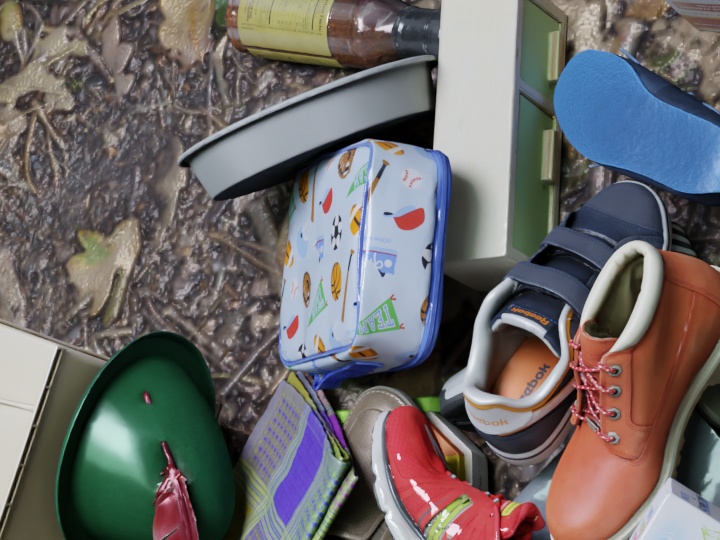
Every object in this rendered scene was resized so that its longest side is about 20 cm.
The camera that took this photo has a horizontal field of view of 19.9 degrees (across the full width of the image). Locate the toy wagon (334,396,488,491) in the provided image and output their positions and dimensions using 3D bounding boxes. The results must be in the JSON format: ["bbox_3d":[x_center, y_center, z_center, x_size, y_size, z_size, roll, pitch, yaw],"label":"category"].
[{"bbox_3d":[-0.002,0.173,1.426,0.199,0.039,0.157,-11,69,31],"label":"toy wagon"}]

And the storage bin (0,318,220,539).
[{"bbox_3d":[-0.219,0.154,1.481,0.093,0.200,0.200,15,83,34],"label":"storage bin"}]

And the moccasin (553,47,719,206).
[{"bbox_3d":[0.199,-0.083,1.352,0.081,0.068,0.200,-63,36,16],"label":"moccasin"}]

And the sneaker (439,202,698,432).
[{"bbox_3d":[0.138,0.028,1.369,0.199,0.076,0.116,-24,54,17],"label":"sneaker"}]

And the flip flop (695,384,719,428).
[{"bbox_3d":[0.269,0.008,1.266,0.081,0.058,0.200,38,90,1],"label":"flip flop"}]

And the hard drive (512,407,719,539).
[{"bbox_3d":[0.164,0.178,1.301,0.200,0.033,0.140,-47,67,13],"label":"hard drive"}]

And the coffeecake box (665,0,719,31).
[{"bbox_3d":[0.224,-0.259,1.312,0.073,0.200,0.155,9,80,35],"label":"coffeecake box"}]

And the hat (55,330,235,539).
[{"bbox_3d":[-0.098,0.158,1.415,0.175,0.165,0.201,15,80,34],"label":"hat"}]

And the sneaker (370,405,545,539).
[{"bbox_3d":[0.073,0.163,1.287,0.085,0.077,0.201,-38,58,19],"label":"sneaker"}]

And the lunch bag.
[{"bbox_3d":[0.000,0.000,1.408,0.200,0.075,0.162,157,117,-71],"label":"lunch bag"}]

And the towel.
[{"bbox_3d":[-0.059,0.158,1.414,0.144,0.023,0.200,-59,18,8],"label":"towel"}]

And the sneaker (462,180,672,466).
[{"bbox_3d":[0.130,0.021,1.283,0.078,0.079,0.201,18,72,34],"label":"sneaker"}]

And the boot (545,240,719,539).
[{"bbox_3d":[0.150,0.077,1.231,0.075,0.107,0.201,28,93,46],"label":"boot"}]

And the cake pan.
[{"bbox_3d":[-0.031,-0.097,1.450,0.199,0.200,0.037,-22,88,27],"label":"cake pan"}]

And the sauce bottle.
[{"bbox_3d":[-0.009,-0.182,1.532,0.199,0.066,0.067,12,82,34],"label":"sauce bottle"}]

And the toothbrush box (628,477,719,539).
[{"bbox_3d":[0.223,0.236,1.174,0.199,0.086,0.146,33,95,8],"label":"toothbrush box"}]

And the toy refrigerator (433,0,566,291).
[{"bbox_3d":[0.099,-0.094,1.422,0.069,0.076,0.202,-7,71,32],"label":"toy refrigerator"}]

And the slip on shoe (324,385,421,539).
[{"bbox_3d":[-0.001,0.174,1.363,0.076,0.060,0.202,3,77,35],"label":"slip on shoe"}]
